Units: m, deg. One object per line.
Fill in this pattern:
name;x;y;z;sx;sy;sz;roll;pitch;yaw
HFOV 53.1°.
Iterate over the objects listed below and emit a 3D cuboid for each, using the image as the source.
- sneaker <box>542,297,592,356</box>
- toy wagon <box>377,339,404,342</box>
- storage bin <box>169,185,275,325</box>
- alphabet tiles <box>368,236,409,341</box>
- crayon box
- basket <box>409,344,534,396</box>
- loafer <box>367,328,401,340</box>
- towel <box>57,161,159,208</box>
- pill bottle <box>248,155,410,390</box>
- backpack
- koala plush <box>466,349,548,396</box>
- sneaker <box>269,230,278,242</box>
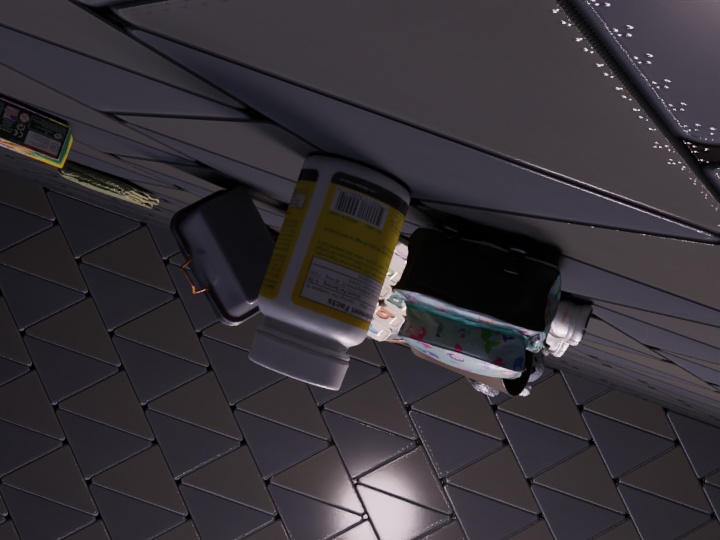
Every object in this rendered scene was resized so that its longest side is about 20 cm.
sneaker;0.288;0.076;1.078;0.079;0.075;0.200;21;167;11
toy wagon;0.090;0.064;1.294;0.153;0.040;0.200;-22;-161;1
storage bin;-0.194;-0.026;1.083;0.202;0.144;0.134;62;157;-3
alphabet tiles;0.042;0.032;1.067;0.194;0.015;0.200;31;135;-11
crayon box;-0.539;-0.219;1.075;0.197;0.059;0.172;21;175;-21
basket;0.198;0.121;1.309;0.198;0.136;0.183;12;131;36
loafer;0.008;0.082;1.195;0.197;0.071;0.070;8;152;30
towel;-0.573;-0.194;1.646;0.197;0.037;0.148;18;176;12
pill bottle;-0.033;0.003;0.697;0.113;0.203;0.114;19;175;2
backpack;0.135;0.038;0.817;0.175;0.153;0.200;16;179;17
koala plush;0.337;0.191;1.639;0.197;0.180;0.184;20;-173;-20
sneaker;-0.182;-0.053;1.554;0.088;0.071;0.200;4;175;0
